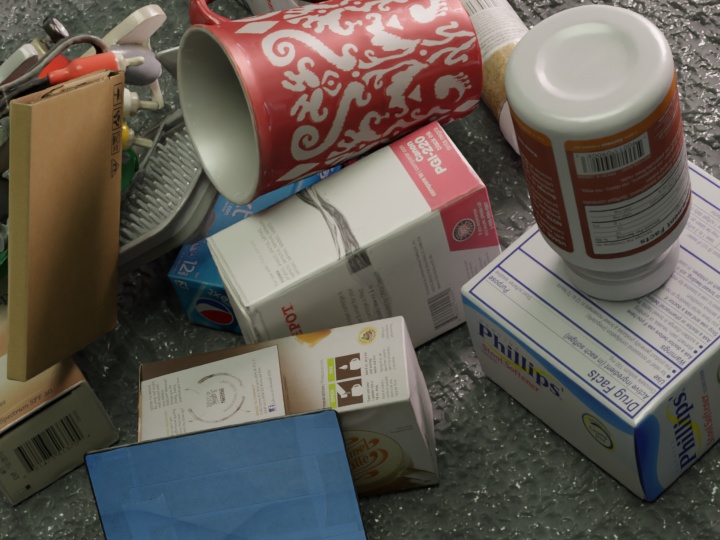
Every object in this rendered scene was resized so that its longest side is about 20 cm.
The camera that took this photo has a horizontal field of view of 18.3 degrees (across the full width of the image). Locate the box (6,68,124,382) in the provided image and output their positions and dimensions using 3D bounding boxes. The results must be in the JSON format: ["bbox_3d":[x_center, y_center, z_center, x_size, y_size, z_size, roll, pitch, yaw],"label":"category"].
[{"bbox_3d":[-0.215,-0.036,1.630,0.021,0.202,0.163,8,15,16],"label":"box"}]

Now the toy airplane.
[{"bbox_3d":[-0.252,-0.124,1.829,0.141,0.200,0.199,49,58,-5],"label":"toy airplane"}]

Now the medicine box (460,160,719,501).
[{"bbox_3d":[0.207,0.030,1.617,0.200,0.103,0.182,-40,53,-16],"label":"medicine box"}]

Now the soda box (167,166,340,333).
[{"bbox_3d":[-0.078,-0.048,1.785,0.067,0.064,0.201,11,57,23],"label":"soda box"}]

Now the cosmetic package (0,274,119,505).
[{"bbox_3d":[-0.282,0.069,1.735,0.103,0.088,0.200,-33,51,-10],"label":"cosmetic package"}]

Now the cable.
[{"bbox_3d":[-0.254,-0.135,1.708,0.198,0.050,0.098,-5,85,-28],"label":"cable"}]

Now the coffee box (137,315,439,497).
[{"bbox_3d":[-0.052,0.112,1.620,0.198,0.115,0.080,-10,50,7],"label":"coffee box"}]

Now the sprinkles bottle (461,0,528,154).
[{"bbox_3d":[0.112,-0.177,1.830,0.068,0.068,0.201,-26,50,-6],"label":"sprinkles bottle"}]

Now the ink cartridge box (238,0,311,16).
[{"bbox_3d":[-0.089,-0.300,1.934,0.083,0.145,0.200,-34,52,-12],"label":"ink cartridge box"}]

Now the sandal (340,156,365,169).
[{"bbox_3d":[0.004,-0.080,1.782,0.045,0.075,0.201,22,64,29],"label":"sandal"}]

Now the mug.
[{"bbox_3d":[-0.026,-0.160,1.656,0.199,0.133,0.179,-18,88,-24],"label":"mug"}]

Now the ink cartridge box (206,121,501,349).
[{"bbox_3d":[0.000,0.000,1.671,0.199,0.146,0.085,-29,53,-8],"label":"ink cartridge box"}]

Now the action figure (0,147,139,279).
[{"bbox_3d":[-0.233,-0.055,1.738,0.118,0.055,0.200,-34,3,37],"label":"action figure"}]

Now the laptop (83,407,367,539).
[{"bbox_3d":[-0.088,0.224,1.538,0.185,0.116,0.201,-11,52,8],"label":"laptop"}]

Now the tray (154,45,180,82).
[{"bbox_3d":[-0.099,-0.161,1.817,0.106,0.200,0.022,-14,83,4],"label":"tray"}]

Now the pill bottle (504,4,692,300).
[{"bbox_3d":[0.165,-0.073,1.513,0.111,0.201,0.113,-7,51,9],"label":"pill bottle"}]

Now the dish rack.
[{"bbox_3d":[-0.151,-0.063,1.778,0.199,0.043,0.172,-25,32,52],"label":"dish rack"}]
